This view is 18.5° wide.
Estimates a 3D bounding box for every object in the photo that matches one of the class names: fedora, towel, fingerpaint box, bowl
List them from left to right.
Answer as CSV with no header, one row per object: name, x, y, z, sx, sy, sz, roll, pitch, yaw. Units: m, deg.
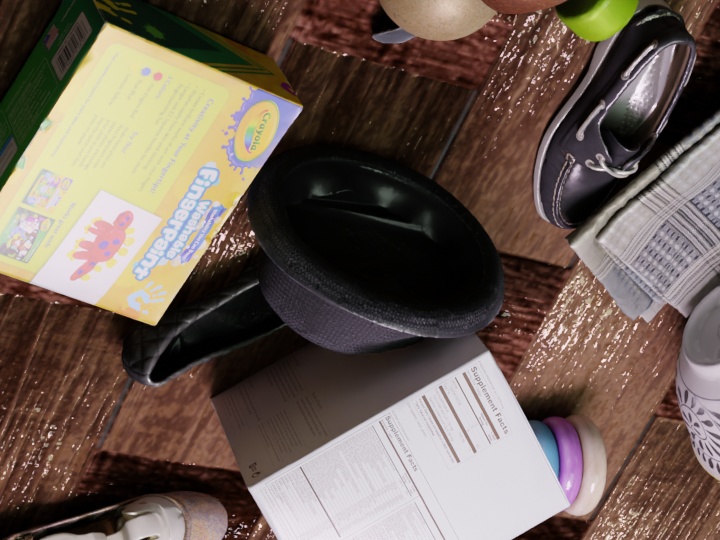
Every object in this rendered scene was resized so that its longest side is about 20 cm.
fingerpaint box,-0.166,-0.079,1.521,0.167,0.073,0.200,20,115,-35
fedora,0.000,0.000,1.600,0.200,0.201,0.092,6,135,-29
towel,0.272,-0.043,1.756,0.200,0.035,0.193,-40,148,8
bowl,0.322,0.067,1.796,0.201,0.201,0.094,-44,120,11

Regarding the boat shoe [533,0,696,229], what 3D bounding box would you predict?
boat shoe,0.195,-0.108,1.681,0.074,0.060,0.200,10,120,-32

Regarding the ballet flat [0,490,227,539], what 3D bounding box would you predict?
ballet flat,-0.196,0.214,1.729,0.199,0.068,0.067,-16,164,-15

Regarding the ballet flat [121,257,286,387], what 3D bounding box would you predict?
ballet flat,-0.084,0.036,1.657,0.200,0.057,0.067,-27,128,-11

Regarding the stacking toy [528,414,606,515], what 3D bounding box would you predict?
stacking toy,0.099,0.162,1.838,0.199,0.085,0.086,1,125,-19

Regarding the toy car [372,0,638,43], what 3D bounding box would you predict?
toy car,0.063,-0.220,1.512,0.200,0.158,0.164,-25,136,34

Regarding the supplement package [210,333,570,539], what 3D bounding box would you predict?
supplement package,0.018,0.137,1.673,0.200,0.191,0.147,-29,110,-2
